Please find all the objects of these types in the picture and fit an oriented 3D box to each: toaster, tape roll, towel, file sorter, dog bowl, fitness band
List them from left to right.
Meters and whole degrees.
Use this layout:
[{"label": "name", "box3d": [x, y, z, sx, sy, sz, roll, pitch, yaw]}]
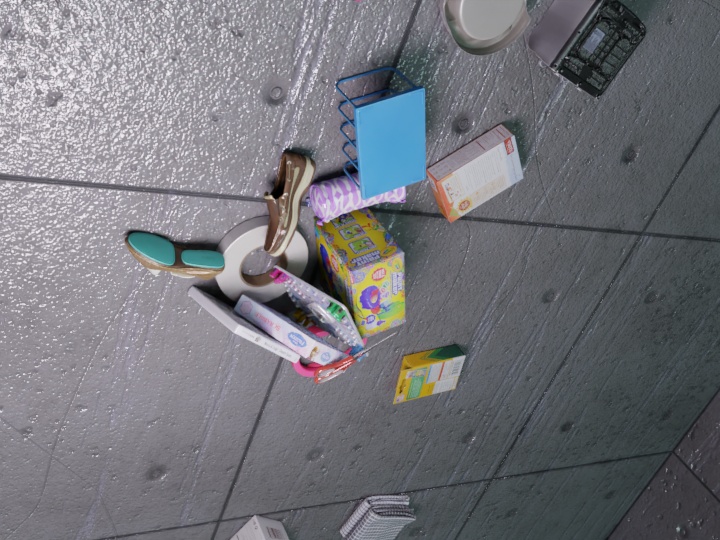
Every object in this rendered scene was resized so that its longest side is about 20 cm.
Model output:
[{"label": "tape roll", "box3d": [-0.206, -0.019, 1.625, 0.202, 0.037, 0.204, -18, 134, -19]}, {"label": "fitness band", "box3d": [-0.074, 0.183, 1.879, 0.199, 0.037, 0.144, -16, 132, -22]}, {"label": "file sorter", "box3d": [0.036, -0.265, 1.505, 0.138, 0.123, 0.201, -20, 134, -16]}, {"label": "towel", "box3d": [0.059, 0.780, 2.434, 0.199, 0.086, 0.166, 13, 119, -39]}, {"label": "dog bowl", "box3d": [0.236, -0.508, 1.472, 0.199, 0.059, 0.201, -18, 134, -20]}, {"label": "toaster", "box3d": [0.463, -0.475, 1.598, 0.180, 0.119, 0.200, 16, 117, -41]}]

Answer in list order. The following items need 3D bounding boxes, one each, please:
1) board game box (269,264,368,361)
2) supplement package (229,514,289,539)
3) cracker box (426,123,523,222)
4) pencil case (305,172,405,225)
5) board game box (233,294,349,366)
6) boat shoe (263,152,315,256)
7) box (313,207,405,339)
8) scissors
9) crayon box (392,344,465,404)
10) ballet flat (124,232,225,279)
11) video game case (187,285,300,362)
[{"label": "board game box", "box3d": [-0.086, 0.092, 1.628, 0.026, 0.199, 0.200, -49, 147, -19]}, {"label": "supplement package", "box3d": [-0.303, 0.801, 2.200, 0.200, 0.117, 0.117, -46, 136, 11]}, {"label": "cracker box", "box3d": [0.254, -0.213, 1.734, 0.199, 0.058, 0.134, -31, 137, -5]}, {"label": "pencil case", "box3d": [-0.006, -0.156, 1.598, 0.199, 0.084, 0.086, -17, 100, -17]}, {"label": "board game box", "box3d": [-0.137, 0.134, 1.644, 0.041, 0.199, 0.200, -59, 153, -3]}, {"label": "boat shoe", "box3d": [-0.157, -0.131, 1.519, 0.075, 0.075, 0.203, 18, 91, -32]}, {"label": "box", "box3d": [0.000, 0.000, 1.657, 0.121, 0.193, 0.201, -20, 134, -17]}, {"label": "scissors", "box3d": [-0.009, 0.179, 1.620, 0.199, 0.014, 0.073, -28, 153, 0]}, {"label": "crayon box", "box3d": [0.173, 0.276, 2.102, 0.199, 0.052, 0.126, -9, 130, -27]}, {"label": "ballet flat", "box3d": [-0.360, -0.018, 1.510, 0.199, 0.068, 0.072, 11, 140, -30]}, {"label": "video game case", "box3d": [-0.237, 0.109, 1.599, 0.182, 0.200, 0.024, 35, 87, -45]}]
